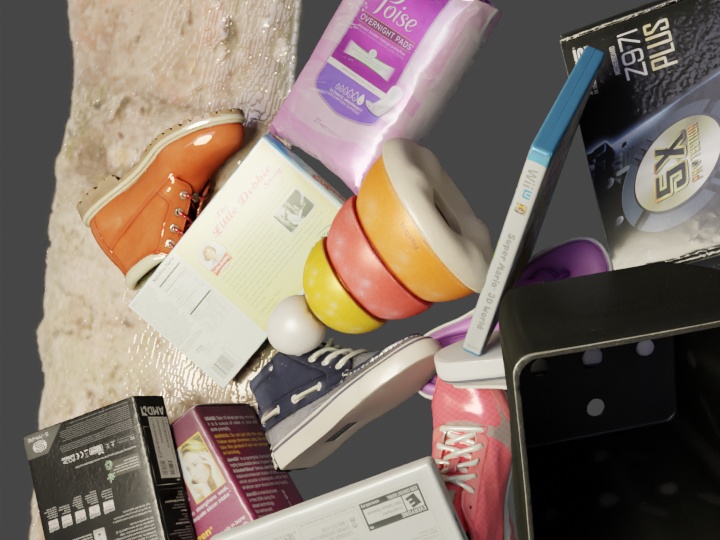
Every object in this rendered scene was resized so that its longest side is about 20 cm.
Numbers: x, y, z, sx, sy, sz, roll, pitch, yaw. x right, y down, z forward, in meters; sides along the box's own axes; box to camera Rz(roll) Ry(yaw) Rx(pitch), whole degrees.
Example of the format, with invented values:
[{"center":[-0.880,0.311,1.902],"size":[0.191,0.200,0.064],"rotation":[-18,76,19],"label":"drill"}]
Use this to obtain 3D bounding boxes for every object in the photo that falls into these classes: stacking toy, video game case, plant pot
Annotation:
[{"center":[0.000,0.000,1.197],"size":[0.199,0.146,0.147],"rotation":[-34,71,16],"label":"stacking toy"},{"center":[0.128,-0.050,1.087],"size":[0.018,0.144,0.201],"rotation":[23,133,10],"label":"video game case"},{"center":[0.188,0.098,1.014],"size":[0.197,0.178,0.203],"rotation":[-10,112,-5],"label":"plant pot"},{"center":[0.002,0.262,1.144],"size":[0.198,0.023,0.184],"rotation":[-22,96,15],"label":"video game case"}]

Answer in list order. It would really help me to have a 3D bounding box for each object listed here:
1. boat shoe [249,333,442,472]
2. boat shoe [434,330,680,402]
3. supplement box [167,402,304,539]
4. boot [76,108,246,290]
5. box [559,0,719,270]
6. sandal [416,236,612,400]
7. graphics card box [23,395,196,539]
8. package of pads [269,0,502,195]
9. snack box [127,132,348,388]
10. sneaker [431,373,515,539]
[{"center":[-0.020,0.086,1.233],"size":[0.199,0.074,0.094],"rotation":[-39,66,30],"label":"boat shoe"},{"center":[0.158,0.080,1.137],"size":[0.197,0.072,0.067],"rotation":[-7,104,-2],"label":"boat shoe"},{"center":[-0.118,0.234,1.262],"size":[0.130,0.103,0.201],"rotation":[-37,71,20],"label":"supplement box"},{"center":[-0.165,-0.065,1.338],"size":[0.199,0.075,0.108],"rotation":[-37,74,28],"label":"boot"},{"center":[0.259,-0.104,1.115],"size":[0.162,0.086,0.203],"rotation":[-16,78,25],"label":"box"},{"center":[0.121,0.047,1.190],"size":[0.202,0.050,0.083],"rotation":[-37,70,20],"label":"sandal"},{"center":[-0.204,0.217,1.221],"size":[0.124,0.051,0.202],"rotation":[-21,77,24],"label":"graphics card box"},{"center":[0.021,-0.169,1.247],"size":[0.120,0.075,0.201],"rotation":[36,101,23],"label":"package of pads"},{"center":[-0.101,-0.008,1.291],"size":[0.116,0.037,0.200],"rotation":[41,104,-2],"label":"snack box"},{"center":[0.087,0.169,1.163],"size":[0.073,0.087,0.203],"rotation":[-3,93,26],"label":"sneaker"}]
